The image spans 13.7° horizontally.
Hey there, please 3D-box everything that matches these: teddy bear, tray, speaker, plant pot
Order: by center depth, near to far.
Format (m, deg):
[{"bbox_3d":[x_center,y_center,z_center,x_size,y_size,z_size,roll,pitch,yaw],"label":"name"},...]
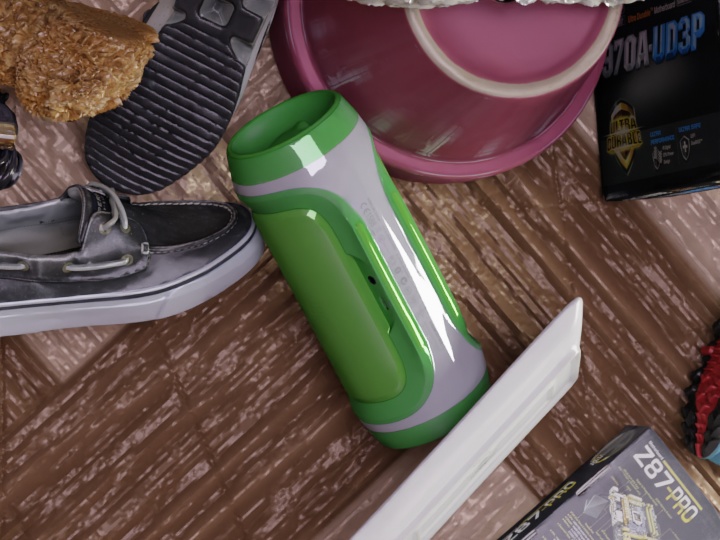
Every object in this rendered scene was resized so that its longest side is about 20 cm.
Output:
[{"bbox_3d":[-0.215,-0.136,1.654,0.200,0.145,0.067,19,110,-9],"label":"teddy bear"},{"bbox_3d":[0.061,-0.152,1.693,0.199,0.179,0.201,0,89,-14],"label":"plant pot"},{"bbox_3d":[0.000,0.000,1.700,0.088,0.088,0.200,-33,111,-13],"label":"speaker"},{"bbox_3d":[0.065,0.105,1.721,0.022,0.107,0.200,41,79,14],"label":"tray"}]

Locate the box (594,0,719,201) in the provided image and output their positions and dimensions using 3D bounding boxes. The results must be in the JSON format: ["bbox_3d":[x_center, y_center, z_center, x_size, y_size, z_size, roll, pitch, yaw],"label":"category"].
[{"bbox_3d":[0.188,-0.125,1.712,0.046,0.200,0.159,-4,89,-16],"label":"box"}]

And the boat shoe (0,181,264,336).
[{"bbox_3d":[-0.151,-0.013,1.679,0.200,0.072,0.071,-14,128,-13],"label":"boat shoe"}]

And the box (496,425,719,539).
[{"bbox_3d":[0.168,0.217,1.773,0.161,0.049,0.200,-40,97,-10],"label":"box"}]

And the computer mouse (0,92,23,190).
[{"bbox_3d":[-0.273,-0.032,1.660,0.200,0.110,0.044,-31,122,-2],"label":"computer mouse"}]

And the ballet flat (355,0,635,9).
[{"bbox_3d":[0.073,-0.175,1.572,0.199,0.072,0.072,-2,88,-13],"label":"ballet flat"}]

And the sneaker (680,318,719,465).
[{"bbox_3d":[0.268,0.032,1.800,0.095,0.079,0.200,24,91,-21],"label":"sneaker"}]

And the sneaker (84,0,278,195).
[{"bbox_3d":[-0.089,-0.134,1.714,0.074,0.089,0.200,31,106,-6],"label":"sneaker"}]
